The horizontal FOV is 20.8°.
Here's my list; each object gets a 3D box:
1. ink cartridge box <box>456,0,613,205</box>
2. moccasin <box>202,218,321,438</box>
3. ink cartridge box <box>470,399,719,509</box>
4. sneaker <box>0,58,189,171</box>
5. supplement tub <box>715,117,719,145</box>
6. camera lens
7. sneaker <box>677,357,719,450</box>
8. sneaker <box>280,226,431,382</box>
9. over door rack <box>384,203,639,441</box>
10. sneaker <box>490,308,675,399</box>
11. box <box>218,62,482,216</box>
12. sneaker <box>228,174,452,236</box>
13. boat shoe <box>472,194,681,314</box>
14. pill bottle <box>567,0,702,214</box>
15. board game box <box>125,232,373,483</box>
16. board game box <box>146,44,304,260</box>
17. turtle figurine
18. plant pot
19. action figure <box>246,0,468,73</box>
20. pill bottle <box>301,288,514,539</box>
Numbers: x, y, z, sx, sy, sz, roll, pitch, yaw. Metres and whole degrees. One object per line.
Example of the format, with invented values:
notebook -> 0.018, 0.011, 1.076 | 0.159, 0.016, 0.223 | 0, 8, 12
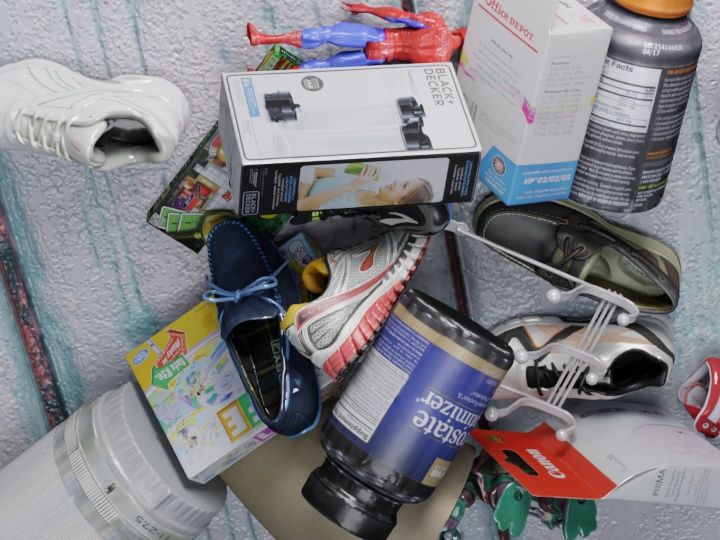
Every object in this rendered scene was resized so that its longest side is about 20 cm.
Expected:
ink cartridge box -> 0.140, -0.170, 1.623 | 0.068, 0.115, 0.201 | -7, 125, -29
moccasin -> -0.084, 0.043, 1.683 | 0.080, 0.068, 0.201 | -30, 73, 18
ink cartridge box -> 0.217, 0.160, 1.764 | 0.199, 0.163, 0.057 | 11, 103, -23
sneaker -> -0.245, -0.125, 1.650 | 0.199, 0.100, 0.078 | 0, 118, -2
supplement tub -> 0.390, -0.172, 1.641 | 0.122, 0.123, 0.201 | 17, 116, -11
camera lens -> -0.243, 0.216, 1.799 | 0.200, 0.160, 0.160 | -38, 114, 16
sneaker -> 0.351, 0.168, 1.850 | 0.112, 0.071, 0.201 | 1, 111, -7
sneaker -> 0.000, 0.000, 1.684 | 0.082, 0.200, 0.078 | 33, 139, 1
over door rack -> 0.124, 0.051, 1.730 | 0.199, 0.067, 0.148 | 28, 120, 5
sneaker -> 0.192, 0.084, 1.795 | 0.199, 0.080, 0.074 | -13, 121, 6
box -> -0.011, -0.109, 1.608 | 0.199, 0.117, 0.060 | -3, 136, -12
sneaker -> -0.020, -0.063, 1.655 | 0.199, 0.083, 0.071 | 17, 135, 8
boat shoe -> 0.197, -0.013, 1.749 | 0.200, 0.066, 0.072 | 19, 117, -12
pill bottle -> 0.226, -0.157, 1.651 | 0.106, 0.106, 0.201 | 8, 118, -7
board game box -> -0.096, 0.078, 1.745 | 0.200, 0.135, 0.034 | -35, 157, 9
board game box -> -0.090, -0.092, 1.719 | 0.105, 0.023, 0.200 | 31, 113, -20
turtle figurine -> 0.132, 0.211, 1.806 | 0.149, 0.200, 0.101 | -13, 92, -18
plant pot -> -0.026, 0.192, 1.801 | 0.199, 0.187, 0.188 | 31, 114, -2
action figure -> 0.004, -0.189, 1.651 | 0.199, 0.052, 0.066 | -4, 113, -10
pill bottle -> 0.036, 0.126, 1.669 | 0.112, 0.112, 0.201 | 30, 95, -17
